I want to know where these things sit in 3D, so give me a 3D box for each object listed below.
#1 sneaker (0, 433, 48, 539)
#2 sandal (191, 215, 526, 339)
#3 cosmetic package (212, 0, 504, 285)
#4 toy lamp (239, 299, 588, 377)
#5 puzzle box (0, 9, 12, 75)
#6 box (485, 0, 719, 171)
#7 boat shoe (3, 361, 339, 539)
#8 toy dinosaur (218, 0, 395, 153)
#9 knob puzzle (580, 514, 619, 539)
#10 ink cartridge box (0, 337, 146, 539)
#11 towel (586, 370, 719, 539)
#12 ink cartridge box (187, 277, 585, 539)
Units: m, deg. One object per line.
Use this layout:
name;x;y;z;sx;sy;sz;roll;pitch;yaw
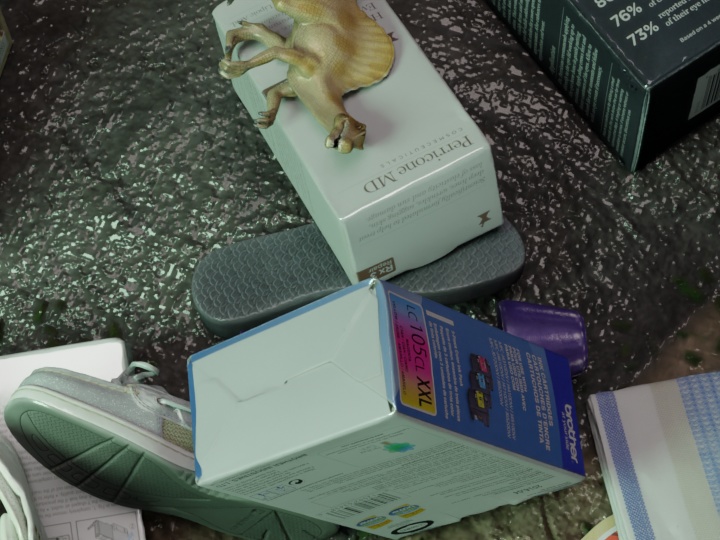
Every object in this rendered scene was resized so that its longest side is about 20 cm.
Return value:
sneaker;-0.181;0.175;0.927;0.073;0.116;0.201;-26;86;-6
sandal;0.000;0.000;1.069;0.198;0.043;0.077;-8;55;5
cosmetic package;-0.004;-0.093;1.067;0.101;0.074;0.201;-26;50;-9
toy lamp;0.031;0.050;1.031;0.198;0.058;0.059;-6;65;-1
puzzle box;-0.260;-0.092;1.067;0.025;0.133;0.202;10;66;7
box;0.169;-0.191;1.111;0.147;0.105;0.201;-31;67;-11
boat shoe;-0.097;0.092;0.973;0.201;0.074;0.065;21;55;-24
toy dinosaur;-0.029;-0.141;1.041;0.100;0.058;0.202;6;59;-3
knob puzzle;0.182;0.205;0.966;0.217;0.031;0.222;-1;65;2
ink cartridge box;-0.216;0.139;1.008;0.198;0.044;0.175;-9;84;-2
towel;0.233;0.114;0.996;0.198;0.024;0.148;-8;48;-3
ink cartridge box;0.025;0.082;0.944;0.136;0.199;0.077;-22;59;34
